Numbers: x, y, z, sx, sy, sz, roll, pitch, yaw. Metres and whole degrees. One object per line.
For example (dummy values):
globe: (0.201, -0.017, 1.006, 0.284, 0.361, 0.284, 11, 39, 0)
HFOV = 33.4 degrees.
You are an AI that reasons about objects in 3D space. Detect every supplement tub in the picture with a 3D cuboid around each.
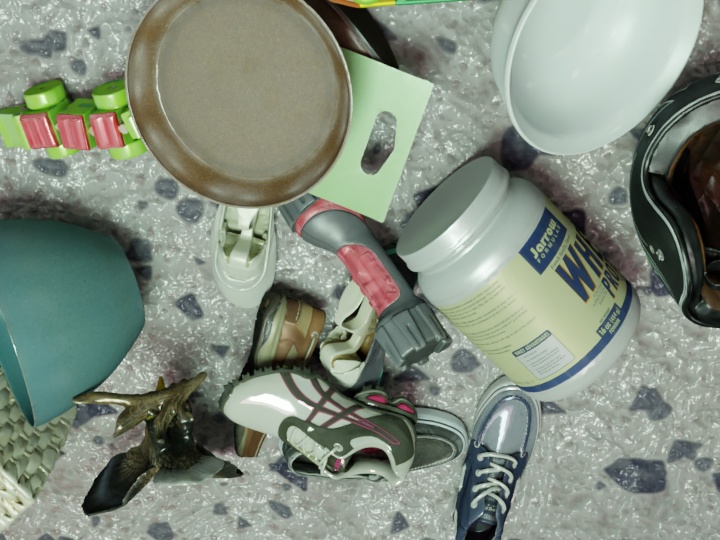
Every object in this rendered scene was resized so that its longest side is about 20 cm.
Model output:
supplement tub: (0.144, 0.008, 1.105, 0.145, 0.145, 0.200, -40, 107, 23)

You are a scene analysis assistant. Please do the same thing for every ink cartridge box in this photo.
ink cartridge box: (-0.055, -0.131, 1.042, 0.199, 0.048, 0.146, 23, 118, 5)

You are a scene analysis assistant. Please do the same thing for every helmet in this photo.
helmet: (0.321, -0.066, 1.023, 0.199, 0.192, 0.200, -6, 154, -3)

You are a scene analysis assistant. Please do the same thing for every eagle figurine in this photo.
eagle figurine: (-0.197, 0.179, 1.201, 0.151, 0.151, 0.201, 22, 138, 9)

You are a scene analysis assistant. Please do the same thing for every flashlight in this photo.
flashlight: (0.000, 0.000, 1.102, 0.068, 0.068, 0.201, -37, 68, 10)

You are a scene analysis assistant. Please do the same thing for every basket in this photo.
basket: (-0.387, 0.179, 1.225, 0.123, 0.200, 0.136, -35, 108, 16)

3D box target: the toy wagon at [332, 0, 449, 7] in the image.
toy wagon: (0.023, -0.249, 0.973, 0.199, 0.155, 0.040, -3, 116, 9)

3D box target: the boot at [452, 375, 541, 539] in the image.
boot: (0.142, 0.213, 1.240, 0.072, 0.090, 0.201, 11, 118, 1)

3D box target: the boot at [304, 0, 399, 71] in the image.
boot: (-0.090, -0.184, 1.081, 0.200, 0.064, 0.186, -41, 98, 22)

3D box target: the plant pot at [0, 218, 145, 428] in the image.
plant pot: (-0.287, 0.034, 1.160, 0.134, 0.200, 0.201, -20, 118, -21)

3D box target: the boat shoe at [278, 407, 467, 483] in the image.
boat shoe: (0.016, 0.192, 1.243, 0.198, 0.071, 0.073, -4, 118, -5)

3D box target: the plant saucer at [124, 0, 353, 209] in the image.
plant saucer: (-0.099, -0.150, 1.001, 0.199, 0.032, 0.201, 6, 116, 13)

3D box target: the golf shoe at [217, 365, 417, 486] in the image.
golf shoe: (-0.040, 0.150, 1.157, 0.199, 0.088, 0.077, 10, 132, -8)

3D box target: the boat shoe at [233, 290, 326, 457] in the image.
boat shoe: (-0.083, 0.114, 1.225, 0.073, 0.076, 0.201, 10, 125, -12)

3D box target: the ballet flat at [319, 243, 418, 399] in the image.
ballet flat: (-0.004, 0.061, 1.189, 0.073, 0.073, 0.201, 20, 114, -4)

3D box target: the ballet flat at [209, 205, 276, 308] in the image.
ballet flat: (-0.112, -0.041, 1.154, 0.069, 0.070, 0.201, 11, 118, 1)

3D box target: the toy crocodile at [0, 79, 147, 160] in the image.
toy crocodile: (-0.261, -0.135, 1.109, 0.199, 0.062, 0.068, 2, 120, 25)

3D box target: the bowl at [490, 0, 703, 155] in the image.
bowl: (0.181, -0.205, 1.002, 0.200, 0.090, 0.202, -19, 134, -21)
